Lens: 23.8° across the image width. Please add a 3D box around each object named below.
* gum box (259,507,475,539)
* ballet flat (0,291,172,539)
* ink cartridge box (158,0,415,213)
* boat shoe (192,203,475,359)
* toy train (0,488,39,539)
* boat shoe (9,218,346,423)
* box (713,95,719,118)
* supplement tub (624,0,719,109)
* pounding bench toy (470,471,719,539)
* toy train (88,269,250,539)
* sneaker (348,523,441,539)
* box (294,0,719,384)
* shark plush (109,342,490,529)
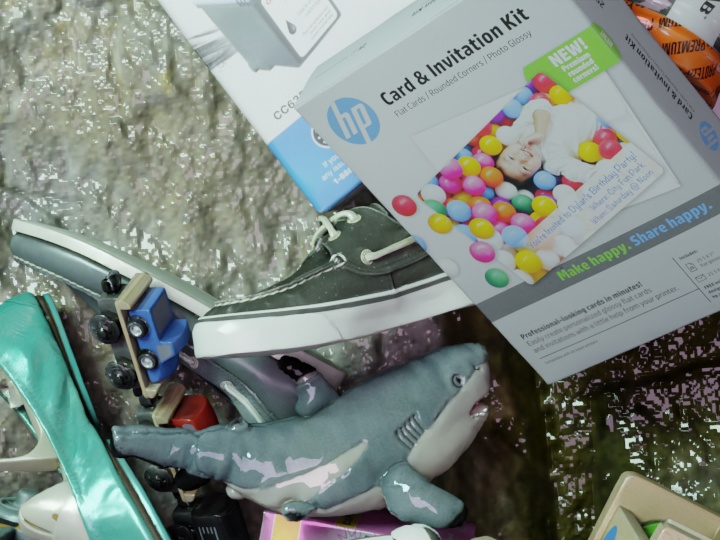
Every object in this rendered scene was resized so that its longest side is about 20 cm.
[{"bbox_3d":[-0.009,0.231,0.925,0.112,0.066,0.203,10,95,5],"label":"gum box"},{"bbox_3d":[-0.159,0.103,0.906,0.070,0.068,0.201,-25,64,-14],"label":"ballet flat"},{"bbox_3d":[-0.022,-0.152,0.894,0.146,0.086,0.201,-38,91,7],"label":"ink cartridge box"},{"bbox_3d":[0.000,0.000,0.880,0.198,0.070,0.064,-14,92,-29],"label":"boat shoe"},{"bbox_3d":[-0.246,0.153,0.921,0.198,0.114,0.086,14,95,5],"label":"toy train"},{"bbox_3d":[-0.107,0.035,0.921,0.198,0.073,0.062,27,92,-1],"label":"boat shoe"},{"bbox_3d":[0.255,-0.027,0.890,0.198,0.049,0.083,22,95,4],"label":"box"},{"bbox_3d":[0.159,-0.186,0.834,0.121,0.123,0.202,19,80,4],"label":"supplement tub"},{"bbox_3d":[0.135,0.176,0.857,0.198,0.156,0.125,27,95,-1],"label":"pounding bench toy"},{"bbox_3d":[-0.096,0.088,0.902,0.045,0.034,0.202,-3,120,22],"label":"toy train"},{"bbox_3d":[-0.010,0.225,0.821,0.114,0.076,0.202,-3,62,3],"label":"sneaker"},{"bbox_3d":[0.090,-0.049,0.807,0.155,0.041,0.200,-27,114,39],"label":"box"},{"bbox_3d":[-0.029,0.081,0.891,0.197,0.091,0.084,1,101,-4],"label":"shark plush"}]
